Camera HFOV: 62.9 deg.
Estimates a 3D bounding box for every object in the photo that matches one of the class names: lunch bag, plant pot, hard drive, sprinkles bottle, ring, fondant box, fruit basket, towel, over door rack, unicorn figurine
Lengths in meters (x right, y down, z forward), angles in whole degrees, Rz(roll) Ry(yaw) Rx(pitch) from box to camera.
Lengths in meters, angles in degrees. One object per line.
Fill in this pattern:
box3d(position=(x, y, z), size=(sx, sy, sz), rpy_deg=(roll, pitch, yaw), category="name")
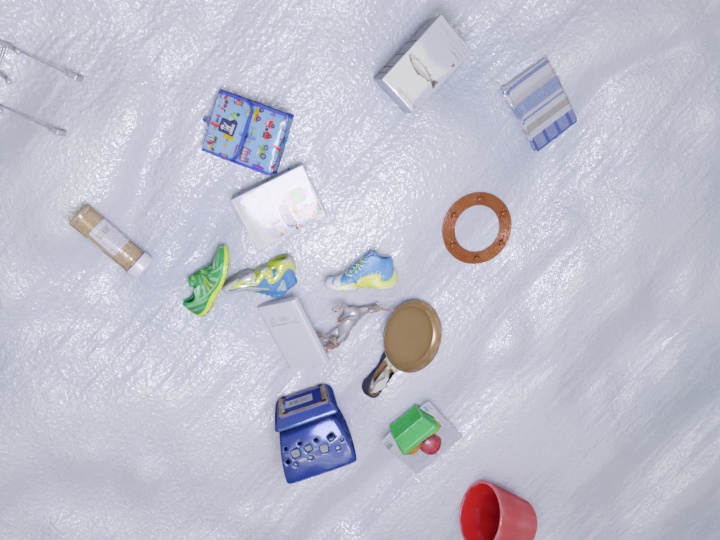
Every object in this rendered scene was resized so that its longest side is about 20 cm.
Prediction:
box3d(position=(-0.279, -0.334, 1.415), size=(0.199, 0.094, 0.152), rpy_deg=(19, 104, -2), category="lunch bag")
box3d(position=(0.433, 0.769, 1.821), size=(0.176, 0.200, 0.202), rpy_deg=(20, 103, -25), category="plant pot")
box3d(position=(-0.179, 0.168, 1.570), size=(0.131, 0.026, 0.201), rpy_deg=(-12, 113, 32), category="hard drive")
box3d(position=(-0.605, -0.069, 1.436), size=(0.068, 0.068, 0.200), rpy_deg=(-44, 108, 5), category="sprinkles bottle")
box3d(position=(0.321, -0.113, 1.612), size=(0.199, 0.019, 0.202), rpy_deg=(-3, 107, -10), category="ring")
box3d(position=(-0.204, -0.162, 1.484), size=(0.199, 0.058, 0.145), rpy_deg=(-26, 109, 0), category="fondant box")
box3d(position=(0.182, 0.497, 1.750), size=(0.185, 0.094, 0.200), rpy_deg=(-41, 125, 4), category="fruit basket")
box3d(position=(0.468, -0.432, 1.538), size=(0.147, 0.024, 0.200), rpy_deg=(-37, 111, 0), category="towel")
box3d(position=(-0.135, 0.431, 1.609), size=(0.198, 0.200, 0.181), rpy_deg=(-17, 102, -4), category="plant pot")
box3d(position=(0.140, 0.182, 1.633), size=(0.199, 0.027, 0.202), rpy_deg=(-2, 95, -31), category="plant pot")
box3d(position=(-0.743, -0.408, 1.310), size=(0.199, 0.067, 0.149), rpy_deg=(22, 103, -15), category="over door rack")
box3d(position=(-0.031, 0.139, 1.592), size=(0.200, 0.074, 0.137), rpy_deg=(-44, 155, 27), category="unicorn figurine")

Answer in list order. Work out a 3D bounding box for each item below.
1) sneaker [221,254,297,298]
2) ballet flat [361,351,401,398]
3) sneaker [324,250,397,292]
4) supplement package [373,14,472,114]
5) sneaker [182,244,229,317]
box3d(position=(-0.253, 0.040, 1.528), size=(0.199, 0.076, 0.106), rpy_deg=(-23, 110, -3), category="sneaker")
box3d(position=(0.077, 0.279, 1.662), size=(0.073, 0.073, 0.201), rpy_deg=(34, 98, -18), category="ballet flat")
box3d(position=(0.000, 0.000, 1.562), size=(0.198, 0.076, 0.106), rpy_deg=(-2, 97, -17), category="sneaker")
box3d(position=(0.146, -0.491, 1.414), size=(0.117, 0.117, 0.200), rpy_deg=(42, 96, -19), category="supplement package")
box3d(position=(-0.392, 0.024, 1.499), size=(0.083, 0.074, 0.201), rpy_deg=(24, 102, -20), category="sneaker")
